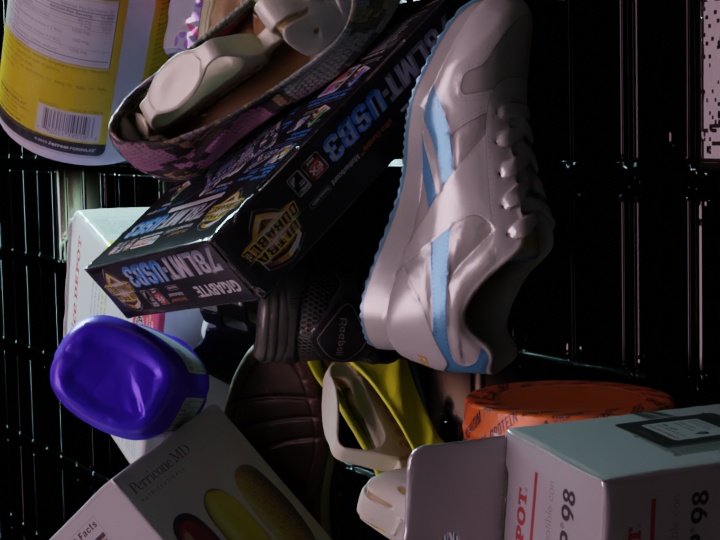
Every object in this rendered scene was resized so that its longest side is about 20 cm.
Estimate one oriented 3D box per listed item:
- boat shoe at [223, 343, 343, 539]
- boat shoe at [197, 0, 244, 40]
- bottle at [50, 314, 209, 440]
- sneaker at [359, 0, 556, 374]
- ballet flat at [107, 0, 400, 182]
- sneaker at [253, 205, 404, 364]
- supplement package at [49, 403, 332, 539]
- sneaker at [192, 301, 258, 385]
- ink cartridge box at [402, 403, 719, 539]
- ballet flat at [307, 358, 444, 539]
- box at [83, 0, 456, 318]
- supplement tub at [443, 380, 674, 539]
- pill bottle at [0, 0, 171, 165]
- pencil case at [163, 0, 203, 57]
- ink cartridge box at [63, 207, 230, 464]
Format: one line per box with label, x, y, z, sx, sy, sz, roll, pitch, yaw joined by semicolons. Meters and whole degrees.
boat shoe;-0.046;0.126;1.074;0.075;0.075;0.203;-52;-33;-63
boat shoe;-0.034;-0.182;0.971;0.066;0.074;0.200;14;82;51
bottle;-0.140;0.070;1.065;0.065;0.083;0.200;-61;-4;-3
sneaker;0.065;-0.045;0.860;0.081;0.076;0.200;18;103;28
ballet flat;-0.058;-0.121;0.910;0.200;0.071;0.069;-37;73;13
sneaker;0.000;0.000;0.991;0.199;0.114;0.076;-87;5;-68
supplement package;-0.083;0.204;1.007;0.200;0.114;0.110;49;127;3
sneaker;-0.069;0.016;1.126;0.200;0.074;0.089;99;-170;-60
ink cartridge box;0.117;0.118;0.629;0.067;0.200;0.116;23;114;59
ballet flat;0.021;0.114;0.958;0.200;0.067;0.067;64;145;36
box;-0.046;-0.058;0.944;0.050;0.199;0.200;48;156;-15
supplement tub;0.096;0.156;0.760;0.123;0.122;0.200;9;101;62
pill bottle;-0.174;-0.178;1.084;0.112;0.112;0.200;55;140;45
pencil case;-0.070;-0.221;1.036;0.083;0.091;0.200;10;92;17
ink cartridge box;-0.160;0.050;1.281;0.200;0.083;0.145;41;128;54
